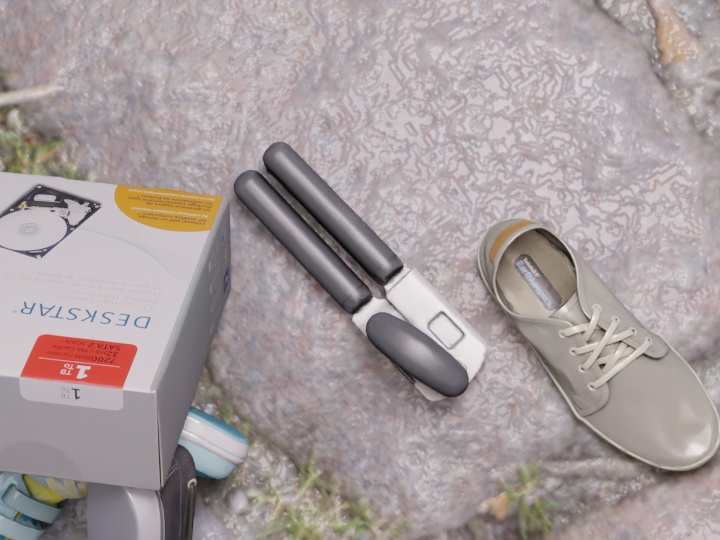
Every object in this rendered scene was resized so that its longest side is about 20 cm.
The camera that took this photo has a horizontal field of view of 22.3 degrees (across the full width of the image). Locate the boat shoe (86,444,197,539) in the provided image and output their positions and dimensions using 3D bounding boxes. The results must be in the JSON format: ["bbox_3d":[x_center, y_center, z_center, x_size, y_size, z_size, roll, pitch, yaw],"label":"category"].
[{"bbox_3d":[-0.131,0.187,1.117,0.070,0.066,0.200,31,130,36],"label":"boat shoe"}]

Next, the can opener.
[{"bbox_3d":[0.000,0.000,1.148,0.053,0.067,0.200,-44,84,-1],"label":"can opener"}]

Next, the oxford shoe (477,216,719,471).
[{"bbox_3d":[0.147,0.047,1.139,0.075,0.058,0.200,-41,85,-3],"label":"oxford shoe"}]

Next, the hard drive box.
[{"bbox_3d":[-0.172,0.031,1.091,0.156,0.200,0.077,6,126,5],"label":"hard drive box"}]

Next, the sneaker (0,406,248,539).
[{"bbox_3d":[-0.176,0.128,1.146,0.200,0.080,0.131,17,85,15],"label":"sneaker"}]
